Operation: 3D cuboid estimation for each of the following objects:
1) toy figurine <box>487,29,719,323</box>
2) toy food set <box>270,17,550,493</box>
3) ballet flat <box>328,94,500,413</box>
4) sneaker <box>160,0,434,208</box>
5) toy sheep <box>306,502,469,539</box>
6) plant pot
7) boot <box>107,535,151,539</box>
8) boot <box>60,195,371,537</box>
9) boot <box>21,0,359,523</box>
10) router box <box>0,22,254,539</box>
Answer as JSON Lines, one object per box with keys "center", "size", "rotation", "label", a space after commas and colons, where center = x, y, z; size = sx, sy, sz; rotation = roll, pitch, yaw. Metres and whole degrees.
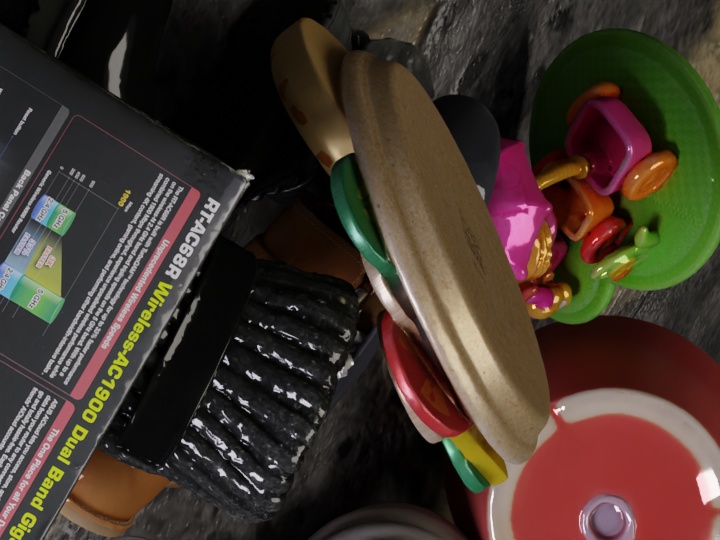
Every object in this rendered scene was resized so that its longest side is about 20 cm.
{"center": [0.078, -0.027, 1.147], "size": [0.183, 0.150, 0.200], "rotation": [-17, 152, -39], "label": "toy figurine"}
{"center": [0.028, -0.004, 0.898], "size": [0.048, 0.199, 0.200], "rotation": [-23, 144, 11], "label": "toy food set"}
{"center": [0.000, 0.000, 1.028], "size": [0.201, 0.073, 0.073], "rotation": [-55, 154, 12], "label": "ballet flat"}
{"center": [-0.038, -0.056, 0.964], "size": [0.200, 0.060, 0.104], "rotation": [-55, 146, -27], "label": "sneaker"}
{"center": [0.014, 0.199, 1.173], "size": [0.200, 0.137, 0.139], "rotation": [-81, -171, -80], "label": "toy sheep"}
{"center": [0.145, 0.131, 1.223], "size": [0.177, 0.199, 0.202], "rotation": [-37, 148, -84], "label": "plant pot"}
{"center": [-0.135, 0.197, 0.933], "size": [0.200, 0.074, 0.075], "rotation": [-50, 145, 16], "label": "boot"}
{"center": [-0.066, 0.038, 0.913], "size": [0.155, 0.077, 0.200], "rotation": [-47, 161, 15], "label": "boot"}
{"center": [-0.069, -0.020, 0.817], "size": [0.079, 0.157, 0.212], "rotation": [-89, -163, -82], "label": "boot"}
{"center": [-0.152, 0.014, 0.720], "size": [0.201, 0.149, 0.062], "rotation": [-60, -169, -11], "label": "router box"}
